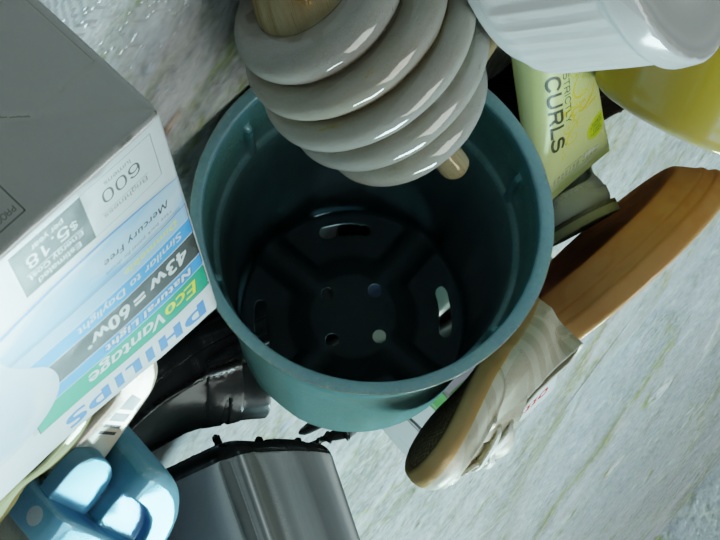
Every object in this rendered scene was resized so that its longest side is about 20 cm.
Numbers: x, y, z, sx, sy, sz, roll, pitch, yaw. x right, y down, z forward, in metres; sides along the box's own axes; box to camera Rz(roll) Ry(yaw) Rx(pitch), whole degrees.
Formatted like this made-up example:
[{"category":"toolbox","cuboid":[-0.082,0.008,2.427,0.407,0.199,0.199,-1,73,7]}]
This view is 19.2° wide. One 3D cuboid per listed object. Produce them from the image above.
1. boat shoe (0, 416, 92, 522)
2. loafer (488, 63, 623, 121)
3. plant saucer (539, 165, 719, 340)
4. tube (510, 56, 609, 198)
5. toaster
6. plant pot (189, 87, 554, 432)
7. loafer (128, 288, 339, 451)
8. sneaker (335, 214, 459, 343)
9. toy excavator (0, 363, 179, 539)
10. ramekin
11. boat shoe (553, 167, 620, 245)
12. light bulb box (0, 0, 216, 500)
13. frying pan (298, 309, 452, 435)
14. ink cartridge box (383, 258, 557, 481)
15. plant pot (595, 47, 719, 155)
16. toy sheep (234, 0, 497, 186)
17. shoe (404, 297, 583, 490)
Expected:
[{"category":"boat shoe","cuboid":[-0.203,0.090,1.134,0.201,0.072,0.066,-52,166,28]},{"category":"loafer","cuboid":[0.118,-0.100,1.437,0.199,0.073,0.072,-23,123,-32]},{"category":"plant saucer","cuboid":[0.168,-0.007,1.458,0.200,0.037,0.200,-42,-176,3]},{"category":"tube","cuboid":[0.124,-0.127,1.345,0.058,0.052,0.201,-8,135,5]},{"category":"toaster","cuboid":[-0.096,0.186,1.395,0.199,0.119,0.181,-25,168,16]},{"category":"plant pot","cuboid":[0.000,0.000,1.244,0.200,0.200,0.196,-42,170,-15]},{"category":"loafer","cuboid":[-0.085,0.067,1.347,0.200,0.070,0.068,-35,158,-30]},{"category":"sneaker","cuboid":[0.000,0.011,1.440,0.075,0.085,0.200,-33,-178,-39]},{"category":"toy excavator","cuboid":[-0.156,0.105,1.228,0.200,0.100,0.194,-51,141,2]},{"category":"ramekin","cuboid":[0.111,-0.193,1.083,0.094,0.204,0.202,-12,179,28]},{"category":"boat shoe","cuboid":[0.133,-0.057,1.504,0.074,0.069,0.200,-26,-176,-1]},{"category":"light bulb box","cuboid":[-0.182,0.003,0.920,0.198,0.125,0.200,-43,160,-14]},{"category":"frying pan","cuboid":[0.039,0.054,1.449,0.115,0.031,0.190,-34,-175,-39]},{"category":"ink cartridge box","cuboid":[0.093,0.074,1.733,0.146,0.084,0.200,-40,161,-19]},{"category":"plant pot","cuboid":[0.239,-0.178,1.315,0.200,0.200,0.190,-13,130,-59]},{"category":"toy sheep","cuboid":[0.008,-0.113,1.091,0.138,0.138,0.200,-46,128,-2]},{"category":"shoe","cuboid":[0.085,0.076,1.283,0.070,0.053,0.200,-51,179,37]}]
